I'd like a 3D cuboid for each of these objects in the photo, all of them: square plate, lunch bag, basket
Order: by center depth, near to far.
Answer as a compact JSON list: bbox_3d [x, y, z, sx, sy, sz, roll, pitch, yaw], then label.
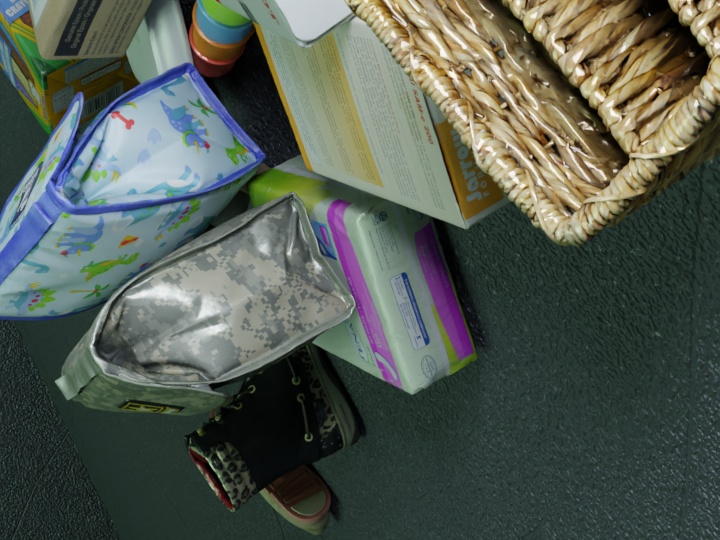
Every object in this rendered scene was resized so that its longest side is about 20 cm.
[{"bbox_3d":[0.092,-0.139,0.568,0.201,0.148,0.143,54,159,18],"label":"basket"},{"bbox_3d":[-0.125,0.044,1.047,0.119,0.199,0.164,61,158,1],"label":"lunch bag"},{"bbox_3d":[-0.201,-0.050,1.080,0.128,0.200,0.170,48,132,2],"label":"lunch bag"},{"bbox_3d":[-0.184,-0.224,1.180,0.198,0.028,0.202,-135,31,-60],"label":"square plate"}]

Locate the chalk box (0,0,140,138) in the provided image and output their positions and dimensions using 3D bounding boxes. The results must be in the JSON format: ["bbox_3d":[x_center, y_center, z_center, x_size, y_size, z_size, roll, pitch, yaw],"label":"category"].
[{"bbox_3d":[-0.301,-0.257,1.350,0.201,0.124,0.124,53,158,14],"label":"chalk box"}]

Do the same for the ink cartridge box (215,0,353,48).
[{"bbox_3d":[-0.068,-0.230,0.838,0.145,0.083,0.200,59,171,-29],"label":"ink cartridge box"}]

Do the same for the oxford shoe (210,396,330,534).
[{"bbox_3d":[-0.108,0.230,1.622,0.200,0.070,0.074,48,159,29],"label":"oxford shoe"}]

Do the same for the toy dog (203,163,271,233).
[{"bbox_3d":[-0.159,-0.092,1.253,0.096,0.133,0.199,25,176,-39],"label":"toy dog"}]

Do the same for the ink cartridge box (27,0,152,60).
[{"bbox_3d":[-0.210,-0.287,1.053,0.165,0.074,0.202,-45,57,57],"label":"ink cartridge box"}]

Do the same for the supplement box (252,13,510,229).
[{"bbox_3d":[0.021,-0.115,0.865,0.199,0.073,0.127,26,141,56],"label":"supplement box"}]

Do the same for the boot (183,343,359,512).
[{"bbox_3d":[-0.109,0.113,1.351,0.205,0.153,0.073,59,159,1],"label":"boot"}]

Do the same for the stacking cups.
[{"bbox_3d":[-0.098,-0.197,1.061,0.061,0.060,0.200,57,163,7],"label":"stacking cups"}]

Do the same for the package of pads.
[{"bbox_3d":[0.000,0.000,1.075,0.199,0.068,0.156,22,136,59],"label":"package of pads"}]
